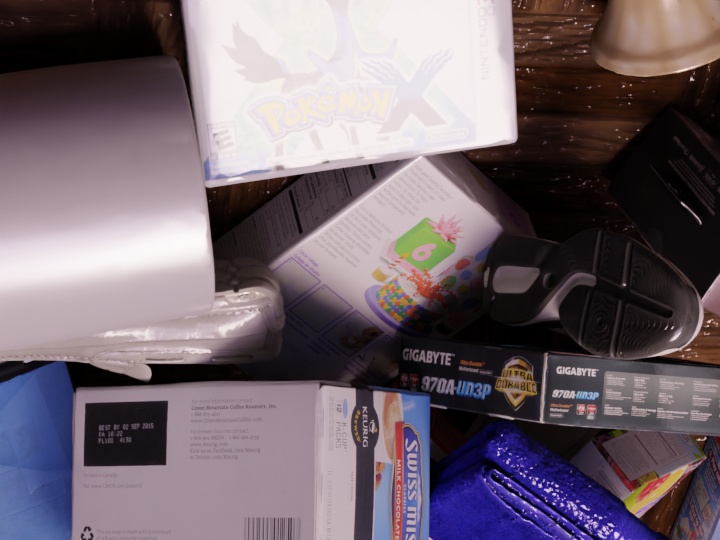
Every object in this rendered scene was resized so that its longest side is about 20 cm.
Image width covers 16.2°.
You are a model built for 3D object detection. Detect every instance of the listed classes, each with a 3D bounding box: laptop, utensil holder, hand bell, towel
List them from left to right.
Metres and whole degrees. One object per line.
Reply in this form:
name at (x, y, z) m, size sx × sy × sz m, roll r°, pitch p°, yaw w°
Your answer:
laptop at (-0.284, 0.096, 1.638) m, size 0.186 × 0.116 × 0.200 m, roll -20°, pitch 134°, yaw 4°
utensil holder at (-0.197, -0.036, 1.504) m, size 0.199 × 0.170 × 0.171 m, roll -8°, pitch 134°, yaw -9°
towel at (0.129, 0.188, 1.624) m, size 0.200 × 0.050 × 0.148 m, roll 38°, pitch 145°, yaw -7°
hand bell at (0.165, -0.226, 1.491) m, size 0.104 × 0.104 × 0.201 m, roll -17°, pitch 122°, yaw 2°

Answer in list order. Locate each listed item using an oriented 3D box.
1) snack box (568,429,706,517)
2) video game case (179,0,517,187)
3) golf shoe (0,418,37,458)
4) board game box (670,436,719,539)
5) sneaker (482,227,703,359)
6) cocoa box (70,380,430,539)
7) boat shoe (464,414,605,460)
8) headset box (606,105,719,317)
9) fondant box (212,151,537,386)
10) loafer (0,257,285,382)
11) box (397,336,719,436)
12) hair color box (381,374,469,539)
snack box at (0.144, 0.188, 1.829) m, size 0.200 × 0.053 × 0.142 m, roll -45°, pitch 164°, yaw 25°
video game case at (-0.007, -0.147, 1.519) m, size 0.199 × 0.022 × 0.183 m, roll -8°, pitch 119°, yaw -6°
golf shoe at (-0.251, 0.170, 1.757) m, size 0.091 × 0.075 × 0.201 m, roll 20°, pitch 124°, yaw -10°
board game box at (0.336, 0.137, 1.874) m, size 0.199 × 0.062 × 0.200 m, roll -10°, pitch 134°, yaw -6°
sneaker at (0.175, 0.017, 1.579) m, size 0.115 × 0.200 × 0.076 m, roll 10°, pitch 92°, yaw -31°
cocoa box at (-0.069, 0.140, 1.617) m, size 0.199 × 0.134 × 0.131 m, roll -3°, pitch 172°, yaw 34°
boat shoe at (0.115, 0.125, 1.817) m, size 0.200 × 0.072 × 0.068 m, roll -44°, pitch 166°, yaw 16°
headset box at (0.264, -0.015, 1.646) m, size 0.199 × 0.149 × 0.077 m, roll 26°, pitch 108°, yaw -32°
fondant box at (0.000, 0.000, 1.663) m, size 0.200 × 0.058 × 0.144 m, roll -35°, pitch 131°, yaw 19°
loafer at (-0.147, 0.040, 1.594) m, size 0.199 × 0.070 × 0.070 m, roll -5°, pitch 118°, yaw 2°
box at (0.148, 0.076, 1.649) m, size 0.199 × 0.159 × 0.046 m, roll 6°, pitch 90°, yaw -33°
hair color box at (0.060, 0.176, 1.719) m, size 0.200 × 0.061 × 0.102 m, roll 43°, pitch 107°, yaw -8°
